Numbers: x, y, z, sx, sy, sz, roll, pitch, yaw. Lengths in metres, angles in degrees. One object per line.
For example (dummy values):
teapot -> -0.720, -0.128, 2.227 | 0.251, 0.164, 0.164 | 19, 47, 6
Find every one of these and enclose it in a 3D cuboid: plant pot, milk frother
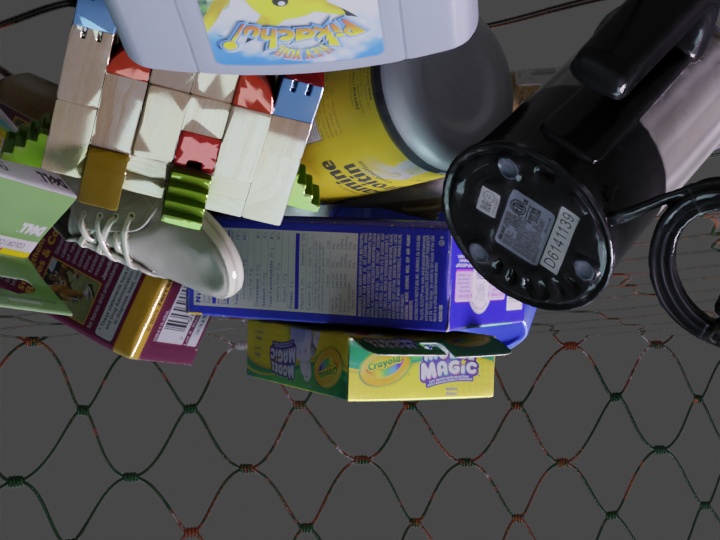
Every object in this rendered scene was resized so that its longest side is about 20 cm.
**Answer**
plant pot -> -0.168, -0.094, 1.088 | 0.199, 0.028, 0.200 | 26, -178, -1
milk frother -> 0.189, -0.059, 0.924 | 0.188, 0.200, 0.181 | -44, 177, -36

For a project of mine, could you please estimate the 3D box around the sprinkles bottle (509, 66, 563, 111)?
sprinkles bottle -> 0.166, -0.119, 1.137 | 0.199, 0.069, 0.068 | -3, 172, 5

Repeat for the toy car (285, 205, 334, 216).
toy car -> -0.087, -0.036, 1.362 | 0.199, 0.151, 0.175 | -3, 173, 5

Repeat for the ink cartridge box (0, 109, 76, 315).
ink cartridge box -> -0.247, -0.065, 0.961 | 0.059, 0.200, 0.104 | -45, 162, 9

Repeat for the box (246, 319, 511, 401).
box -> 0.010, 0.062, 1.082 | 0.117, 0.049, 0.200 | 1, 180, -26

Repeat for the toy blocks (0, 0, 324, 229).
toy blocks -> -0.102, -0.112, 0.921 | 0.199, 0.137, 0.100 | 13, -147, -11

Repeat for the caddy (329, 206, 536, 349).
caddy -> 0.061, -0.009, 1.258 | 0.199, 0.105, 0.142 | -4, 132, 22

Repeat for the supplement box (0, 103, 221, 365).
supplement box -> -0.202, -0.028, 1.168 | 0.199, 0.131, 0.103 | 27, -176, 21

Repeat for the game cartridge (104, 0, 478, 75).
game cartridge -> -0.038, -0.153, 0.807 | 0.199, 0.041, 0.133 | -3, 157, 5

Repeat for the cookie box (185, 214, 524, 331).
cookie box -> 0.000, 0.000, 1.105 | 0.199, 0.076, 0.171 | 3, -178, 23

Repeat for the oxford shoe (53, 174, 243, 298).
oxford shoe -> -0.159, -0.029, 1.044 | 0.200, 0.075, 0.058 | 29, -135, 29

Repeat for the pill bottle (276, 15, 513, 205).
pill bottle -> -0.003, -0.105, 1.023 | 0.112, 0.113, 0.200 | 4, 170, -41

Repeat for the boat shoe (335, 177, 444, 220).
boat shoe -> 0.042, -0.068, 1.104 | 0.200, 0.075, 0.068 | -3, 142, 49
